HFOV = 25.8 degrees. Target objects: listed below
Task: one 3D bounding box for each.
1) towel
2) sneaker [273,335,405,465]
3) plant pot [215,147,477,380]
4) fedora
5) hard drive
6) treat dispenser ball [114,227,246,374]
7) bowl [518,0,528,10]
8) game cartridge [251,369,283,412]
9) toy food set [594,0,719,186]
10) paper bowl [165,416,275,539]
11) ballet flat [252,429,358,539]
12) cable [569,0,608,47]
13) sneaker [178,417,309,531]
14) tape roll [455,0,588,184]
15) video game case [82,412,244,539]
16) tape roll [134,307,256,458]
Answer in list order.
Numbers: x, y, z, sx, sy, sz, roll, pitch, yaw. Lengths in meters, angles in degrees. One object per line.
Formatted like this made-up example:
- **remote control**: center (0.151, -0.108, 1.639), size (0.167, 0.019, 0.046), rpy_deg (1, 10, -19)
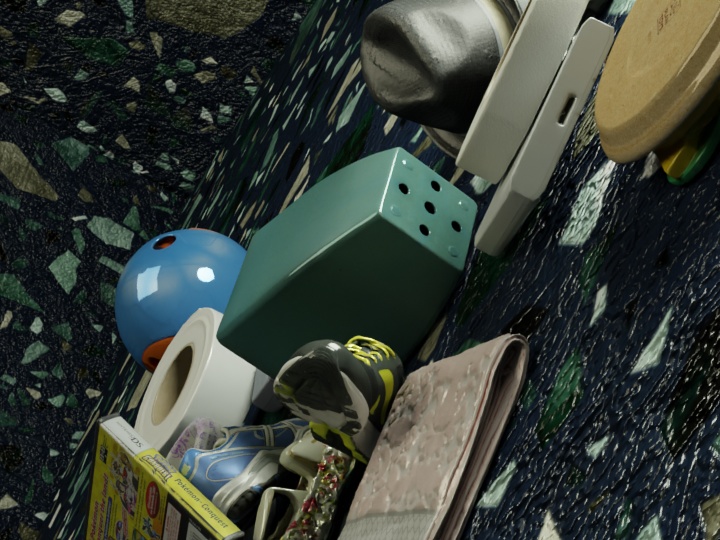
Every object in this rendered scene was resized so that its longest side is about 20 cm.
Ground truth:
- **towel**: center (0.039, 0.142, 1.093), size (0.192, 0.032, 0.200), rpy_deg (-65, 12, -18)
- **sneaker**: center (-0.011, 0.081, 1.192), size (0.200, 0.074, 0.085), rpy_deg (74, -141, -68)
- **plant pot**: center (0.000, 0.000, 1.347), size (0.200, 0.141, 0.142), rpy_deg (-42, 22, 40)
- **fedora**: center (0.062, -0.182, 1.377), size (0.200, 0.091, 0.202), rpy_deg (23, 117, 56)
- **hard drive**: center (0.129, -0.090, 1.134), size (0.200, 0.026, 0.133), rpy_deg (102, -166, -80)
- **treat dispenser ball**: center (-0.217, 0.046, 2.030), size (0.202, 0.200, 0.201), rpy_deg (-58, 12, 19)
- **bowl**: center (0.130, -0.247, 1.465), size (0.202, 0.090, 0.201), rpy_deg (-58, 13, 21)
- **game cartridge**: center (-0.056, 0.054, 1.720), size (0.201, 0.041, 0.133), rpy_deg (-58, 16, 20)
- **toy food set**: center (0.209, -0.148, 0.978), size (0.199, 0.048, 0.200), rpy_deg (-58, 12, 20)
- **paper bowl**: center (-0.154, 0.251, 1.507), size (0.201, 0.104, 0.201), rpy_deg (-57, 12, 20)
- **ballet flat**: center (-0.044, 0.181, 1.287), size (0.076, 0.064, 0.201), rpy_deg (-45, 20, 58)
- **cable**: center (0.173, -0.222, 1.302), size (0.201, 0.050, 0.097), rpy_deg (-62, 15, 0)
- **sneaker**: center (-0.085, 0.159, 1.378), size (0.076, 0.077, 0.200), rpy_deg (-61, -15, 19)
- **tape roll**: center (0.128, -0.163, 1.176), size (0.203, 0.037, 0.204), rpy_deg (25, -90, -89)
- **video game case**: center (-0.176, 0.252, 1.351), size (0.025, 0.180, 0.201), rpy_deg (-19, -47, -40)
- **tape roll**: center (-0.193, 0.147, 1.861), size (0.203, 0.070, 0.203), rpy_deg (-51, 23, 31)
